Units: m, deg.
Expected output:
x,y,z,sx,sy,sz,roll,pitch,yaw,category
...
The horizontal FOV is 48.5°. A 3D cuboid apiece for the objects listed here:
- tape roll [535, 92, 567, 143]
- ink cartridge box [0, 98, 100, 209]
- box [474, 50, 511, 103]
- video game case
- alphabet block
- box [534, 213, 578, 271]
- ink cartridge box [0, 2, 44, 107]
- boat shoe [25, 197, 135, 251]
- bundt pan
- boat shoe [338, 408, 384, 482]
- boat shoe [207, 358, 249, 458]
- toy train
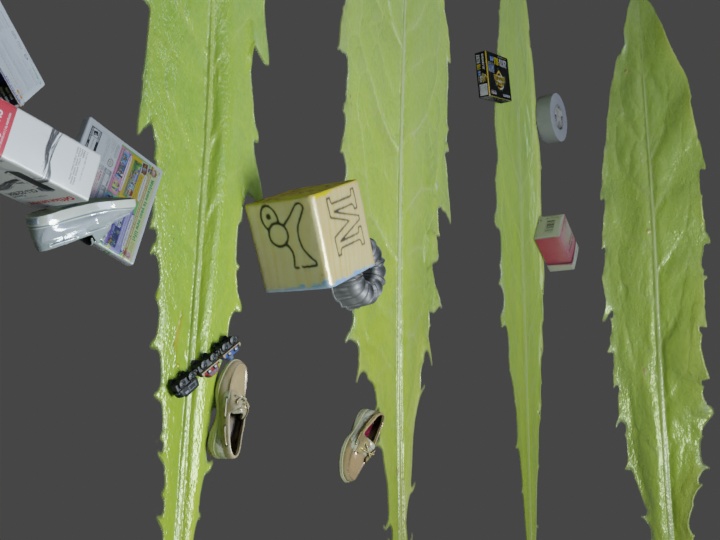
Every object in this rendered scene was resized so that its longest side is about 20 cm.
x,y,z,sx,sy,sz,roll,pitch,yaw,category
0.796,-0.632,3.323,0.200,0.066,0.202,13,74,-55,tape roll
-0.515,-0.171,1.190,0.200,0.144,0.084,31,63,-51,ink cartridge box
0.477,-0.691,2.862,0.200,0.049,0.161,-7,90,-57,box
-0.444,-0.137,1.406,0.182,0.022,0.201,40,53,-47,video game case
-0.108,-0.077,1.757,0.196,0.194,0.201,-28,110,-56,alphabet block
0.786,-0.110,3.197,0.200,0.108,0.128,54,44,-37,box
-0.544,-0.339,1.166,0.200,0.040,0.201,-118,-175,-66,ink cartridge box
-0.453,-0.076,1.310,0.200,0.070,0.072,-24,116,-52,boat shoe
0.000,0.000,2.015,0.201,0.075,0.203,12,76,-56,bundt pan
0.005,0.428,1.970,0.074,0.066,0.201,53,44,-38,boat shoe
-0.252,0.277,1.600,0.072,0.065,0.201,35,57,-49,boat shoe
-0.299,0.188,1.570,0.200,0.034,0.046,-44,125,-50,toy train
